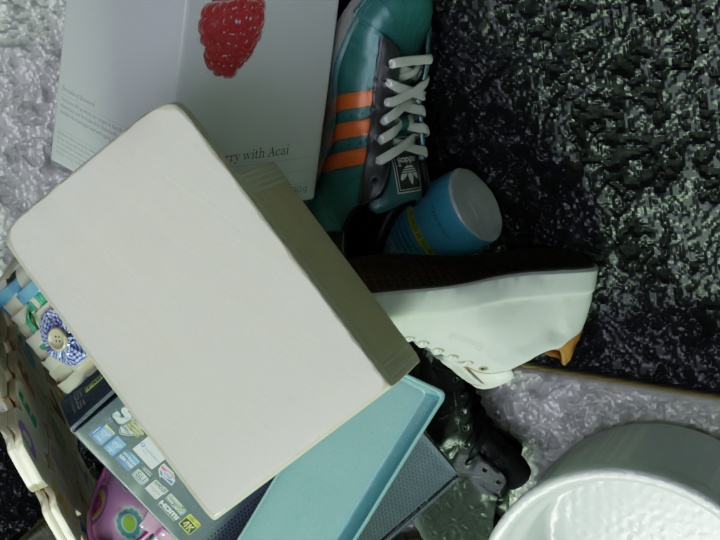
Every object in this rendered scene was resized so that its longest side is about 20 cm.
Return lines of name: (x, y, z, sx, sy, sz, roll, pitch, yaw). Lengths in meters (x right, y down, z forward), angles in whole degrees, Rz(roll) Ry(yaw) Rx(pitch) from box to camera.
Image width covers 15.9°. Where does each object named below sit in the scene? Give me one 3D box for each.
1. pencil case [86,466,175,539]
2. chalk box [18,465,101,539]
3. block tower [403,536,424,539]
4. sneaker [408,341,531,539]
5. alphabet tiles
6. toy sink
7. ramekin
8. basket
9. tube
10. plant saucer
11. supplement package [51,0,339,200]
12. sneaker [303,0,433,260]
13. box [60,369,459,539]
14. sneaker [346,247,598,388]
pencil case: (-0.089, 0.185, 1.684, 0.087, 0.088, 0.200, -27, 136, 29)
chalk box: (-0.168, 0.262, 1.777, 0.200, 0.124, 0.124, 43, 121, 0)
block tower: (0.059, 0.273, 1.733, 0.058, 0.054, 0.200, -15, 107, 27)
sneaker: (0.068, 0.107, 1.655, 0.104, 0.060, 0.200, 21, 123, 10)
alphabet tiles: (-0.208, 0.097, 1.677, 0.015, 0.200, 0.196, -23, 116, 4)
toy sink: (-0.081, 0.015, 1.448, 0.130, 0.112, 0.200, -38, 89, 13)
ramekin: (0.183, 0.194, 1.623, 0.200, 0.098, 0.201, 9, 116, 18)
basket: (-0.123, 0.029, 1.645, 0.200, 0.139, 0.176, 38, 125, -10)
tube: (0.000, 0.000, 1.641, 0.200, 0.050, 0.078, -30, 78, 33)
plant saucer: (-0.028, 0.142, 1.558, 0.070, 0.019, 0.200, 27, 99, -23)
supplement package: (-0.096, -0.147, 1.530, 0.120, 0.121, 0.200, 28, 118, 44)
sneaker: (0.015, -0.082, 1.562, 0.080, 0.071, 0.200, 36, 121, 35)
box: (-0.060, 0.104, 1.572, 0.158, 0.051, 0.200, -40, 114, 1)
sneaker: (0.055, 0.036, 1.553, 0.073, 0.200, 0.085, 35, 121, 56)
